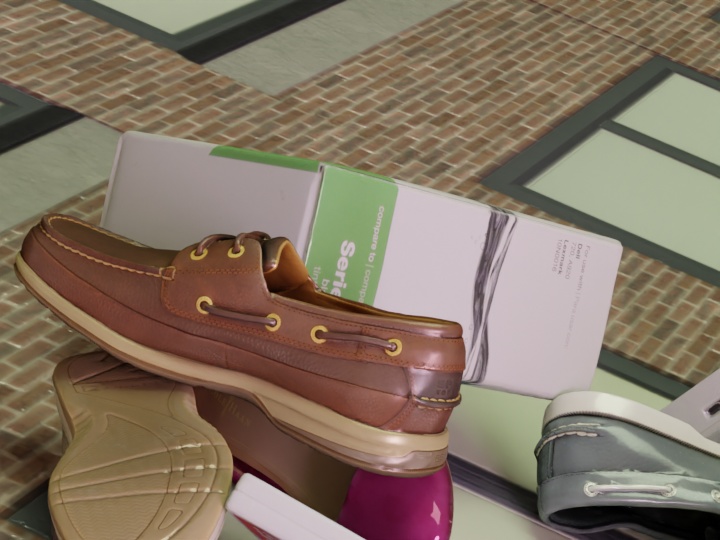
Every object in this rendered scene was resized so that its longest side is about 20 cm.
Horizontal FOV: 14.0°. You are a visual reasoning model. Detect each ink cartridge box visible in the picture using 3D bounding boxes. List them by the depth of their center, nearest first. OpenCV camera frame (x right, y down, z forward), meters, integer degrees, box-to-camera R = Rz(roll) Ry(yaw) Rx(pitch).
[{"bbox_3d":[0.000,0.000,1.349,0.200,0.085,0.146,14,-2,-42],"label":"ink cartridge box"}]

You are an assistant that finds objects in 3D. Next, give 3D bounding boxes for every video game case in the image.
[{"bbox_3d":[0.052,0.146,1.100,0.200,0.017,0.143,28,-10,23],"label":"video game case"}]

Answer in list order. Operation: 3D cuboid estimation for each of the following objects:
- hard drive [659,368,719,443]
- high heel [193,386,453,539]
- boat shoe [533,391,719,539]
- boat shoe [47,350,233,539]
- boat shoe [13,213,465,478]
[{"bbox_3d":[0.220,0.047,1.472,0.026,0.132,0.200,58,30,11],"label":"hard drive"},{"bbox_3d":[-0.035,0.077,1.230,0.096,0.068,0.200,20,2,-28],"label":"high heel"},{"bbox_3d":[0.171,0.120,1.349,0.199,0.073,0.062,22,55,-7],"label":"boat shoe"},{"bbox_3d":[-0.087,0.091,1.145,0.072,0.065,0.200,-8,21,-9],"label":"boat shoe"},{"bbox_3d":[-0.046,0.015,1.184,0.200,0.068,0.072,23,14,19],"label":"boat shoe"}]
